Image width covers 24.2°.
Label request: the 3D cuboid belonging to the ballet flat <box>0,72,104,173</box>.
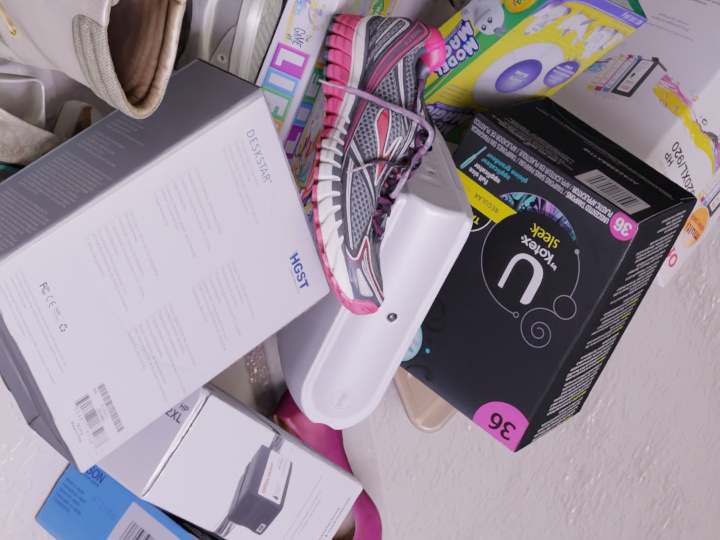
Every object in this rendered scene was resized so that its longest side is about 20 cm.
[{"bbox_3d":[-0.189,-0.082,1.024,0.199,0.067,0.063,15,90,-51],"label":"ballet flat"}]

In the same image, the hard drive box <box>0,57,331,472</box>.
[{"bbox_3d":[-0.131,-0.005,1.003,0.199,0.077,0.157,-35,128,-23],"label":"hard drive box"}]

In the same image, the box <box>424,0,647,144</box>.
[{"bbox_3d":[0.102,-0.156,1.244,0.199,0.049,0.117,-36,153,30],"label":"box"}]

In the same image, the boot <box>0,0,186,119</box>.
[{"bbox_3d":[-0.163,-0.194,0.914,0.072,0.154,0.202,-25,129,-37],"label":"boot"}]

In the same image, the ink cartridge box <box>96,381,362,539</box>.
[{"bbox_3d":[-0.114,0.121,1.158,0.084,0.145,0.200,-57,141,-5],"label":"ink cartridge box"}]

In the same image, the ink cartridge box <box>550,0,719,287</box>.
[{"bbox_3d":[0.243,-0.121,1.418,0.200,0.144,0.148,-48,140,-16],"label":"ink cartridge box"}]

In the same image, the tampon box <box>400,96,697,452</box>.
[{"bbox_3d":[0.124,0.000,1.235,0.126,0.149,0.201,-18,139,-57],"label":"tampon box"}]

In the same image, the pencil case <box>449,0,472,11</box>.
[{"bbox_3d":[0.049,-0.245,1.182,0.199,0.077,0.090,23,68,-52],"label":"pencil case"}]

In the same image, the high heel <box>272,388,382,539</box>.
[{"bbox_3d":[-0.033,0.181,1.338,0.096,0.067,0.202,-26,124,-49],"label":"high heel"}]

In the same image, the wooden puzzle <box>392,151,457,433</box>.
[{"bbox_3d":[0.073,0.006,1.386,0.185,0.046,0.201,-44,133,-22],"label":"wooden puzzle"}]

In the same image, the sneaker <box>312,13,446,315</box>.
[{"bbox_3d":[0.011,-0.071,1.052,0.081,0.074,0.202,70,24,-71],"label":"sneaker"}]

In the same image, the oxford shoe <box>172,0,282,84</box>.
[{"bbox_3d":[-0.100,-0.114,1.116,0.075,0.057,0.201,-60,168,-55],"label":"oxford shoe"}]

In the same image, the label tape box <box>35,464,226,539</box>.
[{"bbox_3d":[-0.119,0.217,1.208,0.066,0.143,0.200,-58,141,-5],"label":"label tape box"}]

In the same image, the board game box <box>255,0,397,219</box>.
[{"bbox_3d":[-0.038,-0.115,1.153,0.202,0.034,0.134,-68,167,7],"label":"board game box"}]

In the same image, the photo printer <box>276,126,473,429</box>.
[{"bbox_3d":[0.000,0.000,1.187,0.069,0.167,0.201,18,117,-19],"label":"photo printer"}]
